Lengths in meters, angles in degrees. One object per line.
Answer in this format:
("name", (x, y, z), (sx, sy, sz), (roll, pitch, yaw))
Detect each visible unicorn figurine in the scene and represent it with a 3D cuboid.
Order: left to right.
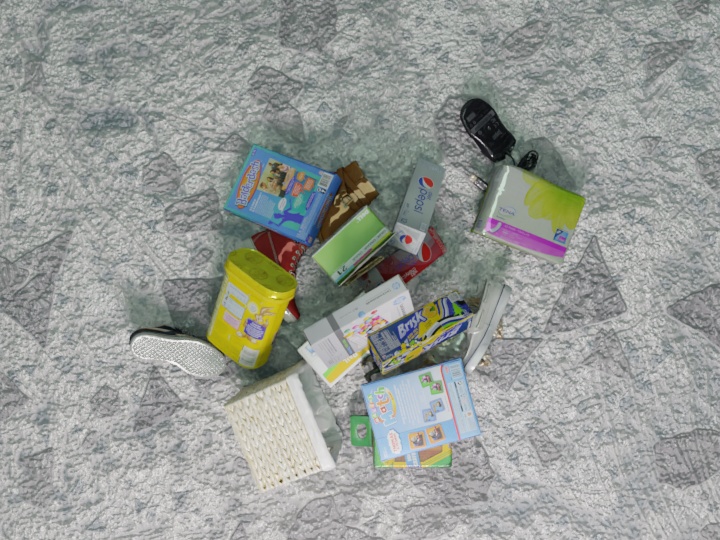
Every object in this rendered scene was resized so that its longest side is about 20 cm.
("unicorn figurine", (0.212, 0.146, 1.542), (0.137, 0.074, 0.200), (24, 74, 0))

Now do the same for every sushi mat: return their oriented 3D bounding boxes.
("sushi mat", (0.000, 0.000, 1.468), (0.096, 0.200, 0.012), (-36, 92, -1))

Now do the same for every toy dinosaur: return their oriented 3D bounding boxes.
("toy dinosaur", (0.043, 0.182, 1.510), (0.047, 0.200, 0.088), (46, 126, 19))

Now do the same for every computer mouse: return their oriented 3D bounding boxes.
("computer mouse", (0.260, -0.249, 1.550), (0.200, 0.046, 0.140), (42, 87, -11))

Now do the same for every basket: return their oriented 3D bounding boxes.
("basket", (-0.145, 0.304, 1.473), (0.161, 0.198, 0.200), (-24, 91, 4))

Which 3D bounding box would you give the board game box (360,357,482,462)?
("board game box", (0.115, 0.266, 1.431), (0.200, 0.037, 0.152), (-15, 87, -1))

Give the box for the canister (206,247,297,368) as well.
("canister", (-0.220, 0.078, 1.473), (0.148, 0.087, 0.200), (35, 121, 20))

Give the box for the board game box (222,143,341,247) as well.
("board game box", (-0.159, -0.154, 1.509), (0.200, 0.045, 0.152), (23, 85, 18))

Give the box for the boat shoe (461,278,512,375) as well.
("boat shoe", (0.235, 0.108, 1.480), (0.066, 0.072, 0.200), (25, 79, 6))

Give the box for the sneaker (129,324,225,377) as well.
("sneaker", (-0.376, 0.159, 1.534), (0.200, 0.079, 0.079), (22, 96, -25))

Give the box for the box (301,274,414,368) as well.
("box", (0.003, 0.098, 1.380), (0.200, 0.156, 0.041), (-31, 66, -4))

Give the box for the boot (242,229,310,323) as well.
("boot", (-0.137, -0.004, 1.534), (0.144, 0.072, 0.200), (-26, 87, -2))

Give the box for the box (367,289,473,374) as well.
("box", (0.113, 0.117, 1.419), (0.200, 0.070, 0.064), (-26, 66, -11))

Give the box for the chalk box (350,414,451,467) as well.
("chalk box", (0.079, 0.325, 1.508), (0.200, 0.124, 0.125), (-1, 89, 0))

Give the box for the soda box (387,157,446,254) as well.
("soda box", (0.114, -0.130, 1.481), (0.063, 0.068, 0.200), (21, 49, -1))

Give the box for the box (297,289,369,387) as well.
("box", (-0.019, 0.128, 1.513), (0.200, 0.112, 0.101), (-42, 90, -2))

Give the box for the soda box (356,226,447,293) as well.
("soda box", (0.086, -0.012, 1.480), (0.200, 0.070, 0.063), (-34, 90, -41))

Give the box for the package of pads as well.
("package of pads", (0.345, -0.117, 1.520), (0.200, 0.068, 0.155), (20, 91, -13))

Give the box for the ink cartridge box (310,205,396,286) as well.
("ink cartridge box", (-0.016, -0.049, 1.397), (0.148, 0.200, 0.076), (-42, 95, -2))

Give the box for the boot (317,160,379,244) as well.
("boot", (-0.025, -0.114, 1.527), (0.155, 0.074, 0.200), (-31, 88, 4))
